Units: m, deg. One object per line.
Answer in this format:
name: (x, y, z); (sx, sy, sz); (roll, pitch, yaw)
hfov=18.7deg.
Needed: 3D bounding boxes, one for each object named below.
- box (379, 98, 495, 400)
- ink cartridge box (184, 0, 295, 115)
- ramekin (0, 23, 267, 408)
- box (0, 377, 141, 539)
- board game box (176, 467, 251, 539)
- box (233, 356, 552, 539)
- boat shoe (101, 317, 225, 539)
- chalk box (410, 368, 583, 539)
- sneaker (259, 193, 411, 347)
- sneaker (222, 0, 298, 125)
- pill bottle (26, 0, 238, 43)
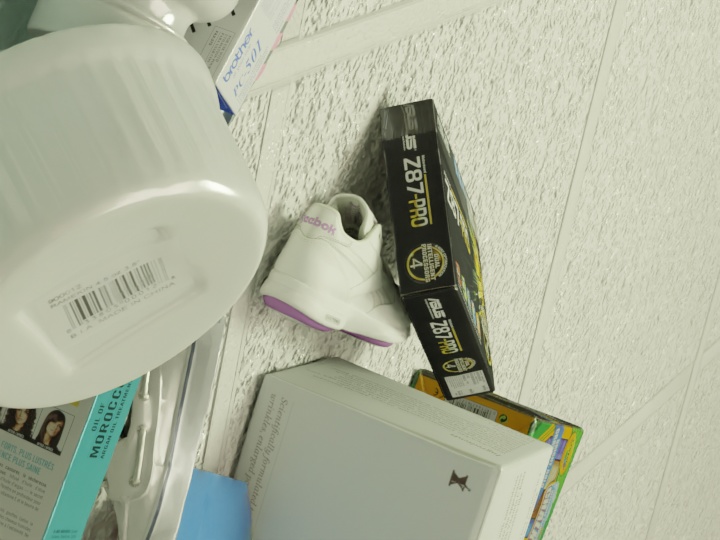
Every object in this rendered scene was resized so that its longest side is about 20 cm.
box: (0.060, -0.012, 1.674); (0.200, 0.049, 0.162); (65, 16, -61)
ink cartridge box: (-0.070, -0.196, 1.236); (0.201, 0.094, 0.044); (-64, 158, -14)
ramekin: (-0.143, -0.019, 1.096); (0.199, 0.098, 0.201); (-25, 154, -13)
box: (-0.180, 0.078, 1.243); (0.201, 0.082, 0.049); (-69, 159, 1)
board game box: (-0.137, 0.215, 1.521); (0.200, 0.039, 0.159); (29, 72, -67)
box: (0.011, 0.194, 1.636); (0.131, 0.199, 0.200); (-7, 117, -67)
boat shoe: (-0.140, 0.117, 1.396); (0.074, 0.065, 0.201); (-169, -87, -81)
chalk box: (0.113, 0.174, 1.959); (0.125, 0.124, 0.200); (-69, 157, -1)
sneaker: (0.000, 0.000, 1.601); (0.100, 0.074, 0.200); (-68, 158, 2)
sneaker: (-0.080, -0.149, 1.315); (0.201, 0.070, 0.082); (-58, 173, -19)
pill bottle: (-0.098, -0.200, 1.145); (0.201, 0.110, 0.111); (-67, 158, -5)
